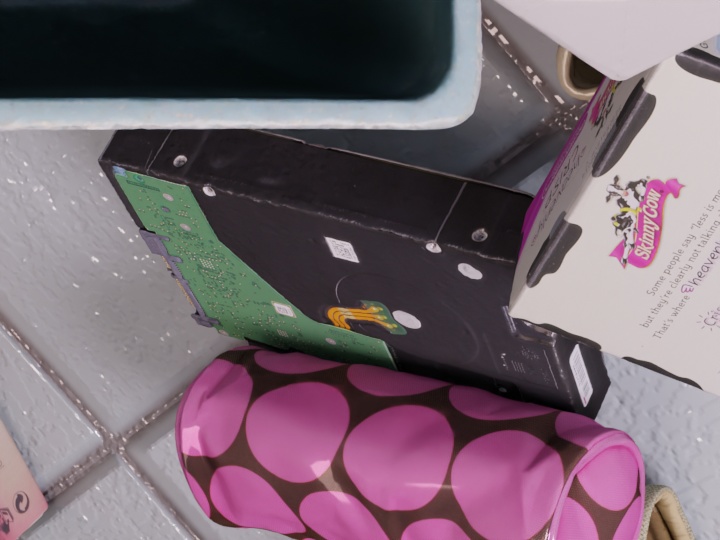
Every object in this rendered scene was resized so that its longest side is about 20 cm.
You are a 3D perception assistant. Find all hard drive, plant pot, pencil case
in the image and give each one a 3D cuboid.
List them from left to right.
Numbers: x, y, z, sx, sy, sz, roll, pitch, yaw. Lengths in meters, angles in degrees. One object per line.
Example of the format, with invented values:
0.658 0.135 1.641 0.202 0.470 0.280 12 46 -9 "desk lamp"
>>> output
-0.086 -0.145 0.669 0.200 0.196 0.196 -168 77 -72 "plant pot"
0.000 0.000 0.845 0.200 0.038 0.140 14 151 27 "hard drive"
0.019 0.094 0.855 0.200 0.091 0.094 14 138 33 "pencil case"

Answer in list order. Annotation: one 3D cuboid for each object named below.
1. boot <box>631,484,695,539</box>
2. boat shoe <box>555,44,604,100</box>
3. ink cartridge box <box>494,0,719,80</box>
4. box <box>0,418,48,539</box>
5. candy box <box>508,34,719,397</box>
0.087 0.179 0.918 0.155 0.072 0.200 4 115 33 "boot"
0.138 -0.127 0.675 0.071 0.063 0.200 48 133 0 "boat shoe"
0.103 -0.174 0.618 0.067 0.200 0.117 26 146 -35 "ink cartridge box"
-0.284 0.082 1.084 0.128 0.109 0.200 -8 115 39 "box"
0.169 -0.010 0.694 0.200 0.061 0.136 21 134 -7 "candy box"
